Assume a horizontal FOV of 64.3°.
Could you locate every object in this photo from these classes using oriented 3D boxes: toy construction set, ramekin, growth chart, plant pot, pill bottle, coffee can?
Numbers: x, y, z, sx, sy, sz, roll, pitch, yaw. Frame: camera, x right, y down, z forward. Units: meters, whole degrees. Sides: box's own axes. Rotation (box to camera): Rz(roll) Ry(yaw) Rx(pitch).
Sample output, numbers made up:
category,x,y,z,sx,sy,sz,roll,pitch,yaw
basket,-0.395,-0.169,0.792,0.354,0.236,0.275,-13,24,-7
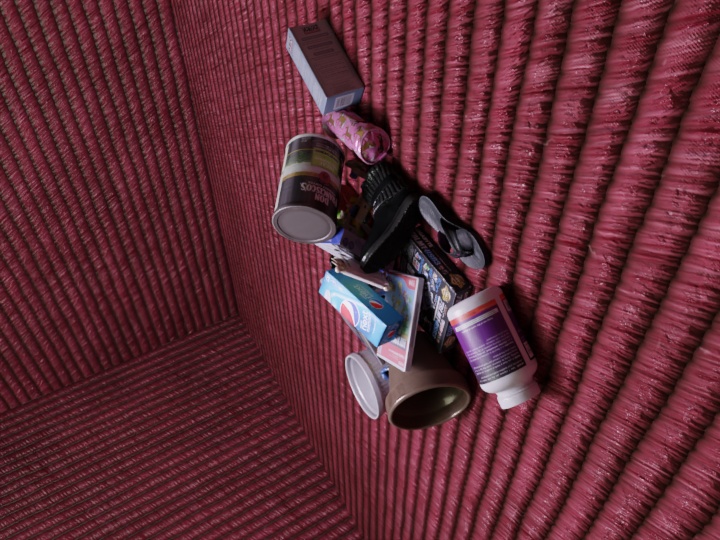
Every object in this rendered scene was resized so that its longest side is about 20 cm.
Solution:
category,x,y,z,sx,sy,sz,roll,pitch,yaw
toy construction set,-0.008,-0.165,1.364,0.131,0.090,0.204,-143,65,-71
ramekin,0.045,0.325,1.708,0.201,0.103,0.203,49,151,39
growth chart,0.000,0.000,1.277,0.200,0.142,0.018,-98,30,-80
plant pot,0.136,0.244,1.327,0.202,0.196,0.177,95,163,-49
pill bottle,0.245,0.139,1.036,0.203,0.111,0.112,66,159,9
coffee can,-0.115,-0.186,1.305,0.147,0.143,0.204,111,166,-60

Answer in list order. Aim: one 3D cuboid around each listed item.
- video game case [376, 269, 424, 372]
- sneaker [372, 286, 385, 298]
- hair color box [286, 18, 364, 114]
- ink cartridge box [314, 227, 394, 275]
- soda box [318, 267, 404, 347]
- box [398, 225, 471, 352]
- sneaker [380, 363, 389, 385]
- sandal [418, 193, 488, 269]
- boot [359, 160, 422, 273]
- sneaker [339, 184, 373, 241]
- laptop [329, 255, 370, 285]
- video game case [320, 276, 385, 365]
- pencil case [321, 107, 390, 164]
category,x,y,z,sx,sy,sz,roll,pitch,yaw
video game case,0.086,0.108,1.277,0.142,0.017,0.205,-164,81,-65
sneaker,0.054,0.079,1.501,0.073,0.071,0.199,68,160,-5
hair color box,-0.081,-0.459,1.287,0.203,0.097,0.061,63,159,15
ink cartridge box,-0.012,-0.044,1.382,0.093,0.199,0.045,5,73,44
soda box,0.000,0.076,1.273,0.199,0.067,0.065,41,124,28
box,0.152,0.042,1.256,0.199,0.049,0.202,53,153,36
sneaker,0.121,0.309,1.532,0.199,0.084,0.079,33,140,55
sandal,0.169,-0.067,1.109,0.201,0.047,0.076,49,154,32
boot,0.040,-0.115,1.240,0.079,0.212,0.158,25,-163,-51
sneaker,-0.027,-0.122,1.504,0.202,0.077,0.116,60,156,25
laptop,-0.010,0.032,1.638,0.201,0.114,0.190,-50,46,36
video game case,-0.016,0.127,1.434,0.182,0.024,0.201,46,169,42
pencil case,-0.013,-0.308,1.287,0.200,0.085,0.084,45,130,48
